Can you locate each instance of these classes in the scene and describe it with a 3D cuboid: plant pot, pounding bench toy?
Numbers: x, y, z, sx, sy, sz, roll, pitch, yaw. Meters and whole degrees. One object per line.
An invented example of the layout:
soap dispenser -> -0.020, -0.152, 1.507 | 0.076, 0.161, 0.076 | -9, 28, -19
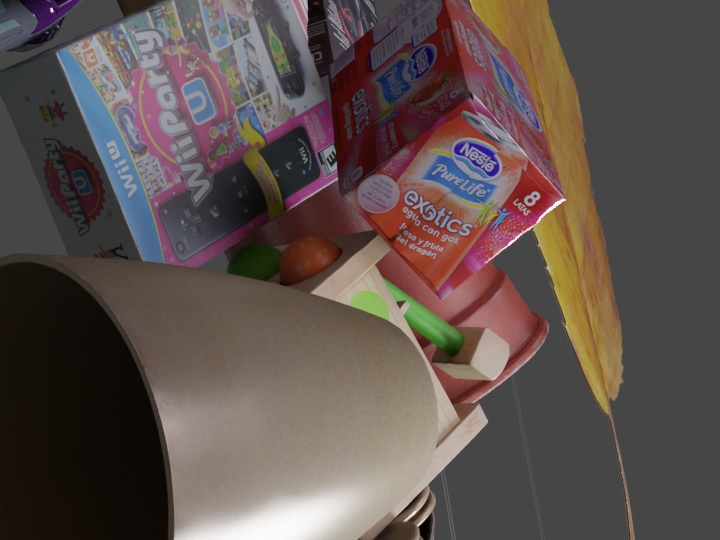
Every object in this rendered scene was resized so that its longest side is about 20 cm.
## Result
plant pot -> -0.064, 0.077, 0.857 | 0.199, 0.187, 0.189 | -7, 79, -42
pounding bench toy -> -0.012, 0.045, 1.136 | 0.200, 0.124, 0.157 | -41, 110, -35
plant pot -> 0.000, 0.000, 1.303 | 0.196, 0.200, 0.201 | 62, 18, -10

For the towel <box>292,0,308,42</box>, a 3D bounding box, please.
towel -> -0.071, -0.228, 1.267 | 0.201, 0.030, 0.147 | -92, 163, -50

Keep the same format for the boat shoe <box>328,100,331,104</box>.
boat shoe -> -0.074, -0.123, 1.357 | 0.200, 0.075, 0.074 | 50, 56, -56

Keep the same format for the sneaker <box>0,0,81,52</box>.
sneaker -> -0.174, -0.163, 1.048 | 0.200, 0.087, 0.075 | -69, 139, -64

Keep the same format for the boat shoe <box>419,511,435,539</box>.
boat shoe -> -0.007, 0.210, 1.172 | 0.074, 0.073, 0.201 | 34, 44, -9

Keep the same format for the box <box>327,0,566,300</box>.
box -> 0.048, -0.087, 1.140 | 0.095, 0.100, 0.200 | 45, 17, -23

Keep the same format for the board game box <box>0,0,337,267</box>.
board game box -> -0.105, -0.086, 1.110 | 0.200, 0.064, 0.148 | -35, 108, -46

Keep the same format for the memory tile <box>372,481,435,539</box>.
memory tile -> -0.015, 0.155, 1.142 | 0.017, 0.153, 0.200 | 56, 22, -16

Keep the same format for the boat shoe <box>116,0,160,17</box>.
boat shoe -> -0.161, -0.246, 1.239 | 0.076, 0.071, 0.201 | 10, 59, -47

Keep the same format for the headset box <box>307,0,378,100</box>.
headset box -> -0.036, -0.192, 1.554 | 0.149, 0.075, 0.201 | 40, 36, -61
